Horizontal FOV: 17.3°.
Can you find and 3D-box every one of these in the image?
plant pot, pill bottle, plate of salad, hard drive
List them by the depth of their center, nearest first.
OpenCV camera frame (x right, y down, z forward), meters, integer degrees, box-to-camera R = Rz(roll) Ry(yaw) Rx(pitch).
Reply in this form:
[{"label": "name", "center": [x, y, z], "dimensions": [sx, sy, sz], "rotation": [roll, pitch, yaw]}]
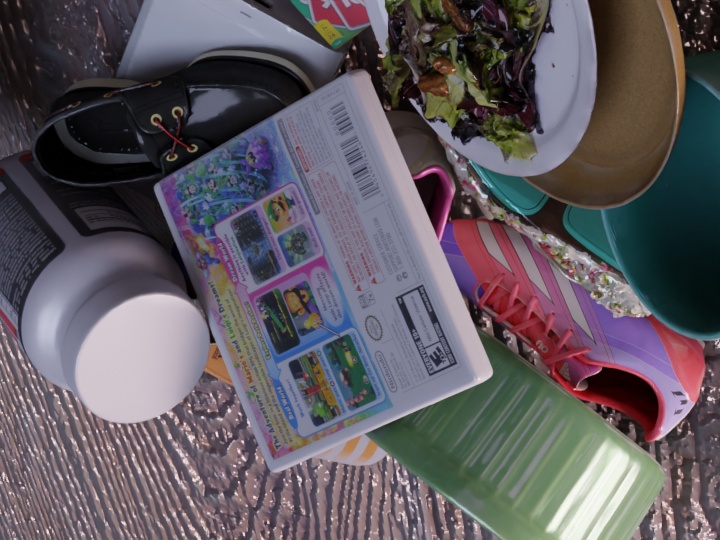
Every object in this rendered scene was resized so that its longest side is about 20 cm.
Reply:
[{"label": "plant pot", "center": [0.109, -0.131, 1.287], "dimensions": [0.200, 0.027, 0.201], "rotation": [36, 140, 37]}, {"label": "plate of salad", "center": [0.053, -0.141, 1.291], "dimensions": [0.200, 0.048, 0.201], "rotation": [36, 140, 37]}, {"label": "hard drive", "center": [-0.096, -0.111, 1.544], "dimensions": [0.131, 0.026, 0.200], "rotation": [29, 136, 1]}, {"label": "pill bottle", "center": [-0.183, 0.010, 1.556], "dimensions": [0.200, 0.115, 0.116], "rotation": [45, 157, 49]}]

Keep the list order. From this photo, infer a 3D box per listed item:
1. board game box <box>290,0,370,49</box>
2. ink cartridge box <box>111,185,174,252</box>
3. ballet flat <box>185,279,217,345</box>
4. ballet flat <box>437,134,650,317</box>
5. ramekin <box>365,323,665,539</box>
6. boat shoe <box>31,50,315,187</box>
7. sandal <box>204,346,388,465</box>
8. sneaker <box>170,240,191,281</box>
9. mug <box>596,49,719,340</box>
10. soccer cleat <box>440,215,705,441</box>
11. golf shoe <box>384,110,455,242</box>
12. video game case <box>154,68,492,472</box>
[{"label": "board game box", "center": [-0.050, -0.230, 1.414], "dimensions": [0.200, 0.030, 0.095], "rotation": [49, 138, -11]}, {"label": "ink cartridge box", "center": [-0.147, -0.025, 1.680], "dimensions": [0.161, 0.050, 0.200], "rotation": [46, 121, -11]}, {"label": "ballet flat", "center": [-0.113, 0.022, 1.624], "dimensions": [0.199, 0.065, 0.071], "rotation": [-6, 82, 18]}, {"label": "ballet flat", "center": [0.111, -0.037, 1.449], "dimensions": [0.200, 0.076, 0.064], "rotation": [42, 147, -3]}, {"label": "ramekin", "center": [0.100, 0.116, 1.519], "dimensions": [0.200, 0.098, 0.200], "rotation": [36, 179, 1]}, {"label": "boat shoe", "center": [-0.120, -0.092, 1.512], "dimensions": [0.200, 0.063, 0.074], "rotation": [-6, 124, 29]}, {"label": "sandal", "center": [-0.037, 0.099, 1.670], "dimensions": [0.205, 0.059, 0.079], "rotation": [21, 137, -3]}, {"label": "sneaker", "center": [-0.026, -0.010, 1.547], "dimensions": [0.199, 0.070, 0.078], "rotation": [14, 140, -3]}, {"label": "mug", "center": [0.215, -0.062, 1.308], "dimensions": [0.152, 0.114, 0.186], "rotation": [-39, 67, 58]}, {"label": "soccer cleat", "center": [0.126, 0.034, 1.501], "dimensions": [0.199, 0.077, 0.067], "rotation": [30, 140, 7]}, {"label": "golf shoe", "center": [0.000, 0.000, 1.476], "dimensions": [0.075, 0.092, 0.201], "rotation": [17, 104, -23]}, {"label": "video game case", "center": [-0.027, 0.003, 1.450], "dimensions": [0.182, 0.024, 0.201], "rotation": [-26, 85, 38]}]
